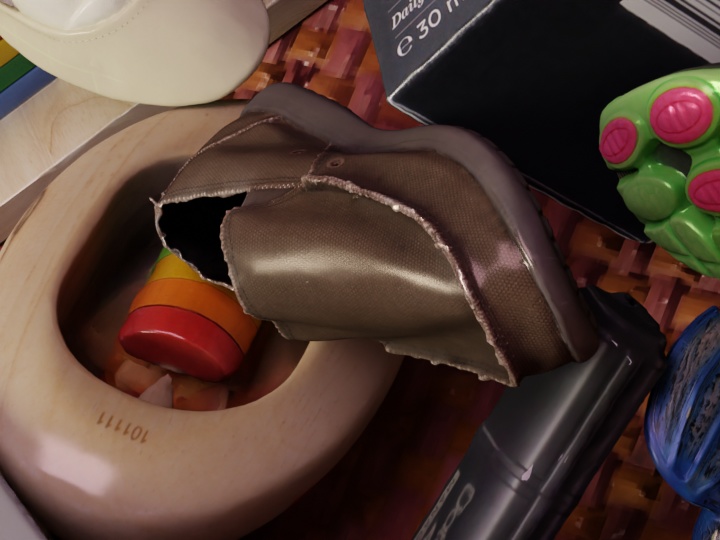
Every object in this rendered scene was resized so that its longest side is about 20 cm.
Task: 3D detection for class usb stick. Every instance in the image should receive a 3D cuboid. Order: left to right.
[{"bbox_3d":[0.029,0.094,0.867,0.201,0.033,0.055,-58,18,9],"label":"usb stick"}]

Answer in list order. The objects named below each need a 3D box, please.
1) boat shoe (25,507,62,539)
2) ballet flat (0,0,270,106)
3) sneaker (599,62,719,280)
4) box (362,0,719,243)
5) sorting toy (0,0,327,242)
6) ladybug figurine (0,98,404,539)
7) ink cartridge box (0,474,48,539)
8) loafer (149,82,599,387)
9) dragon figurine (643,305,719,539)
[{"bbox_3d":[-0.074,0.111,0.962,0.072,0.072,0.200,-19,52,-19],"label":"boat shoe"},{"bbox_3d":[-0.121,-0.116,1.006,0.199,0.069,0.070,28,81,28],"label":"ballet flat"},{"bbox_3d":[0.162,-0.047,0.828,0.199,0.077,0.084,-12,17,31],"label":"sneaker"},{"bbox_3d":[0.097,-0.155,0.910,0.200,0.124,0.197,-42,40,28],"label":"box"},{"bbox_3d":[-0.133,-0.137,1.102,0.198,0.070,0.200,-36,55,8],"label":"sorting toy"},{"bbox_3d":[-0.053,0.022,0.954,0.135,0.072,0.200,21,47,11],"label":"ladybug figurine"},{"bbox_3d":[-0.110,0.133,0.909,0.043,0.174,0.200,-28,49,-17],"label":"ink cartridge box"},{"bbox_3d":[0.000,0.000,0.856,0.071,0.073,0.200,-35,23,-17],"label":"loafer"},{"bbox_3d":[0.122,0.049,0.861,0.059,0.099,0.201,13,73,31],"label":"dragon figurine"}]
